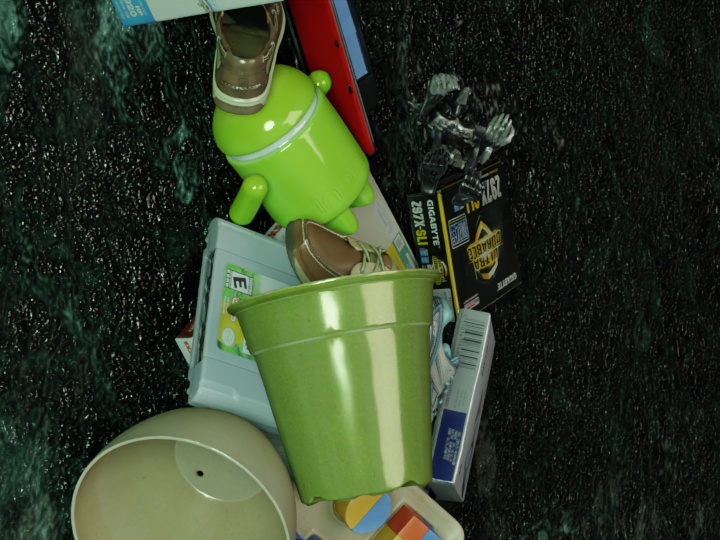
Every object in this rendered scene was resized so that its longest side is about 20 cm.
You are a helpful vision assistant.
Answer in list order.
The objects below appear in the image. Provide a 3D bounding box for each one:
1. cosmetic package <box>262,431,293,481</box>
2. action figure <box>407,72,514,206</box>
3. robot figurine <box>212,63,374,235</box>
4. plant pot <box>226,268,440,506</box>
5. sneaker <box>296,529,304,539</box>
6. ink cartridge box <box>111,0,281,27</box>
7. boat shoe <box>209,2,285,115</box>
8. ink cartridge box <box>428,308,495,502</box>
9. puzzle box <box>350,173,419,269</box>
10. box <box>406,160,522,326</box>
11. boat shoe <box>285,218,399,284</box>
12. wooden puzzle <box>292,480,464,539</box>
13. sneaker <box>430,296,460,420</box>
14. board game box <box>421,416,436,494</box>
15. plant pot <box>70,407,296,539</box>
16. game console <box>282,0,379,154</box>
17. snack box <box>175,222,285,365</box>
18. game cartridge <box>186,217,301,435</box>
[{"bbox_3d":[-0.046,0.163,1.590,0.102,0.074,0.200,-54,128,-39],"label":"cosmetic package"},{"bbox_3d":[0.115,-0.162,1.753,0.118,0.102,0.200,25,35,-14],"label":"action figure"},{"bbox_3d":[-0.068,-0.121,1.527,0.200,0.115,0.176,52,51,-33],"label":"robot figurine"},{"bbox_3d":[-0.010,0.111,1.389,0.200,0.199,0.191,1,77,-54],"label":"plant pot"},{"bbox_3d":[-0.053,0.281,1.426,0.080,0.115,0.200,8,45,-37],"label":"sneaker"},{"bbox_3d":[-0.129,-0.324,1.385,0.147,0.199,0.145,-46,124,-44],"label":"ink cartridge box"},{"bbox_3d":[-0.106,-0.242,1.462,0.075,0.074,0.203,100,-12,-48],"label":"boat shoe"},{"bbox_3d":[0.118,0.162,1.755,0.200,0.040,0.201,65,37,-74],"label":"ink cartridge box"},{"bbox_3d":[0.000,-0.016,1.699,0.133,0.025,0.200,-58,132,-38],"label":"puzzle box"},{"bbox_3d":[0.128,-0.035,1.834,0.200,0.049,0.161,-27,108,-60],"label":"box"},{"bbox_3d":[0.000,0.000,1.526,0.200,0.074,0.076,38,38,-49],"label":"boat shoe"},{"bbox_3d":[-0.007,0.287,1.562,0.185,0.046,0.200,-47,119,-2],"label":"wooden puzzle"},{"bbox_3d":[0.063,0.117,1.544,0.086,0.078,0.201,-16,123,-25],"label":"sneaker"},{"bbox_3d":[0.058,0.229,1.712,0.135,0.034,0.201,74,28,-69],"label":"board game box"},{"bbox_3d":[-0.142,0.202,1.377,0.135,0.199,0.201,-62,138,-61],"label":"plant pot"},{"bbox_3d":[-0.013,-0.241,1.611,0.172,0.118,0.201,-40,120,-47],"label":"game console"},{"bbox_3d":[-0.111,0.034,1.545,0.200,0.024,0.072,-52,129,-41],"label":"snack box"},{"bbox_3d":[-0.096,0.055,1.484,0.133,0.040,0.201,22,55,-30],"label":"game cartridge"}]
